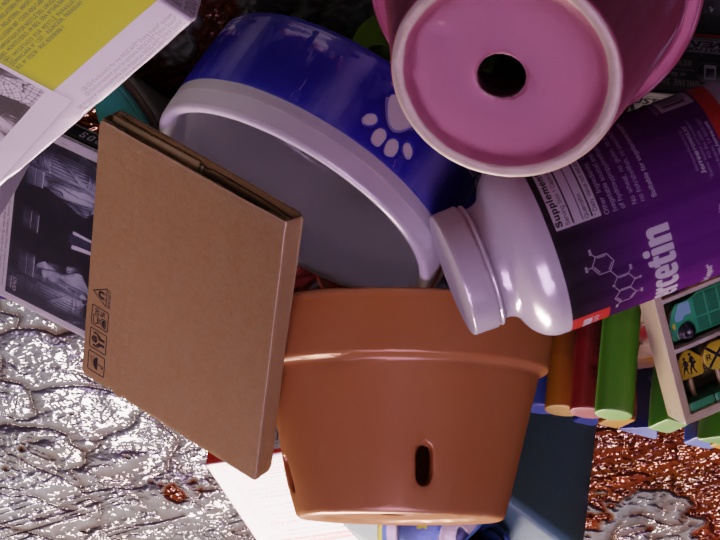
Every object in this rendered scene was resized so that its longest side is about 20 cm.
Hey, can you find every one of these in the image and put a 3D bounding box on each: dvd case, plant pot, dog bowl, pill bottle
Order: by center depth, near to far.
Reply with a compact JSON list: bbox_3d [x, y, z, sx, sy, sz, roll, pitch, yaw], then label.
[{"bbox_3d":[0.095,-0.150,1.324,0.200,0.179,0.200,5,121,9],"label":"plant pot"},{"bbox_3d":[0.148,-0.031,1.400,0.200,0.112,0.113,-21,136,-4],"label":"pill bottle"},{"bbox_3d":[-0.024,-0.072,1.480,0.200,0.079,0.200,28,161,11],"label":"dog bowl"},{"bbox_3d":[0.027,0.094,1.532,0.200,0.140,0.200,1,171,0],"label":"plant pot"},{"bbox_3d":[-0.167,-0.015,1.564,0.200,0.025,0.150,25,125,20],"label":"dvd case"},{"bbox_3d":[0.052,0.128,1.719,0.200,0.141,0.141,37,131,-24],"label":"plant pot"}]

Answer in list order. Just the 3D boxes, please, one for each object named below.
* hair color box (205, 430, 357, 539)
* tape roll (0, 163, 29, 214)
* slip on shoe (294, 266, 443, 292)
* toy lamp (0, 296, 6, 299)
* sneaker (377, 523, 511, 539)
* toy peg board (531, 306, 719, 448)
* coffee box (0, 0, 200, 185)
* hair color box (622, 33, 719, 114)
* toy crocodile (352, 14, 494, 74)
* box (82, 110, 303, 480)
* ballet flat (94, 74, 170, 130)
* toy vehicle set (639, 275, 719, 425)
[{"bbox_3d":[-0.031,0.181,1.847,0.111,0.064,0.200,-11,134,18],"label":"hair color box"},{"bbox_3d":[-0.288,-0.066,1.499,0.066,0.200,0.200,35,132,-29],"label":"tape roll"},{"bbox_3d":[0.000,0.000,1.623,0.061,0.074,0.200,6,150,-36],"label":"slip on shoe"},{"bbox_3d":[-0.200,-0.008,1.662,0.200,0.058,0.058,-1,138,11],"label":"toy lamp"},{"bbox_3d":[0.070,0.227,1.666,0.082,0.074,0.200,-3,132,16],"label":"sneaker"},{"bbox_3d":[0.207,0.080,1.604,0.200,0.098,0.199,13,159,-17],"label":"toy peg board"},{"bbox_3d":[-0.213,-0.209,1.326,0.198,0.200,0.200,33,133,-26],"label":"coffee box"},{"bbox_3d":[0.184,-0.067,1.532,0.101,0.061,0.200,6,140,3],"label":"hair color box"},{"bbox_3d":[0.076,-0.090,1.484,0.200,0.062,0.068,46,155,-5],"label":"toy crocodile"},{"bbox_3d":[-0.111,0.017,1.499,0.163,0.021,0.200,29,127,30],"label":"box"},{"bbox_3d":[-0.118,-0.059,1.582,0.067,0.064,0.200,-2,117,51],"label":"ballet flat"},{"bbox_3d":[0.275,0.005,1.507,0.200,0.027,0.124,-22,106,-16],"label":"toy vehicle set"}]
